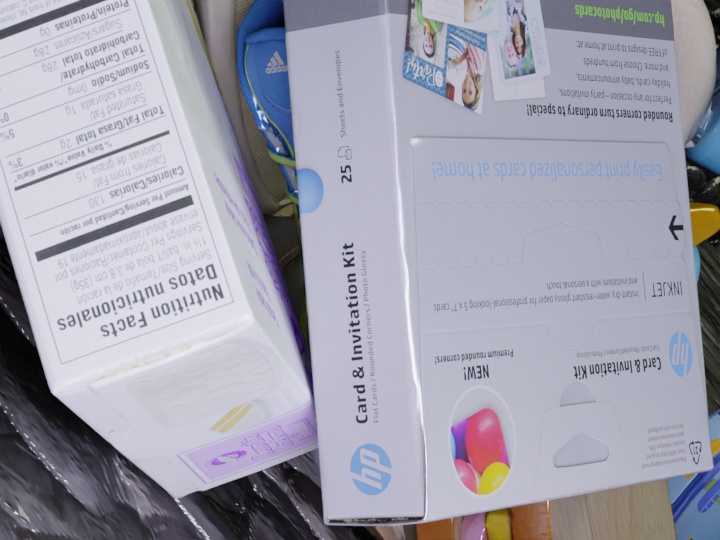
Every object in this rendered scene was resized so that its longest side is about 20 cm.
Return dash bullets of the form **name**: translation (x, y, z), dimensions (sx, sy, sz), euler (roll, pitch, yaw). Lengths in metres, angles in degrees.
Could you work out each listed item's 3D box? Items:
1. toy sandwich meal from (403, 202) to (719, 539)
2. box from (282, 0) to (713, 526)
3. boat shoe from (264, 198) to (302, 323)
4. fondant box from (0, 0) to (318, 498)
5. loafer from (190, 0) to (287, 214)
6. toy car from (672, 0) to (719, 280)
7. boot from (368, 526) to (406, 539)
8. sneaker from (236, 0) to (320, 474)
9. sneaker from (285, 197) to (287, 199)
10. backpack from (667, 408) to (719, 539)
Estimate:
- **toy sandwich meal**: translation (0.081, 0.060, 0.854), dimensions (0.070, 0.205, 0.205), euler (9, -15, 32)
- **box**: translation (0.043, -0.032, 0.724), dimensions (0.156, 0.041, 0.200), euler (-3, 86, -51)
- **boat shoe**: translation (0.000, 0.000, 0.878), dimensions (0.200, 0.073, 0.075), euler (-52, 126, -62)
- **fondant box**: translation (-0.072, -0.047, 0.690), dimensions (0.144, 0.058, 0.200), euler (63, 9, -72)
- **loafer**: translation (-0.031, -0.108, 0.808), dimensions (0.076, 0.068, 0.200), euler (-118, -162, -52)
- **toy car**: translation (0.072, -0.086, 1.126), dimensions (0.184, 0.177, 0.200), euler (27, 12, -17)
- **boot**: translation (0.039, 0.047, 0.921), dimensions (0.075, 0.107, 0.200), euler (54, 13, -1)
- **sneaker**: translation (-0.007, -0.026, 0.762), dimensions (0.105, 0.076, 0.200), euler (16, 77, -47)
- **sneaker**: translation (-0.051, -0.055, 1.003), dimensions (0.092, 0.076, 0.200), euler (59, 10, -35)
- **backpack**: translation (0.189, 0.130, 1.109), dimensions (0.200, 0.183, 0.135), euler (20, 21, -48)
